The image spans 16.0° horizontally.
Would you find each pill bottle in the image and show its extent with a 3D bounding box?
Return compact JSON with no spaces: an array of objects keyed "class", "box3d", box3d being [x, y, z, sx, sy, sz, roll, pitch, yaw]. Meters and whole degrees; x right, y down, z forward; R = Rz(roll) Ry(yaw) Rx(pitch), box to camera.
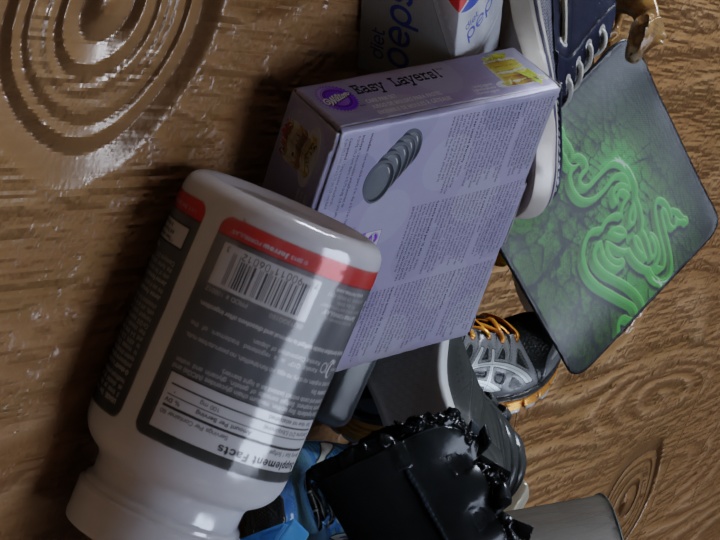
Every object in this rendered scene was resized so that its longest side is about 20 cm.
[{"class":"pill bottle","box3d":[-0.077,0.057,1.372,0.200,0.116,0.116,-66,162,5]}]

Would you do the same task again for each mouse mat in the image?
[{"class":"mouse mat","box3d":[0.163,-0.040,1.740,0.161,0.008,0.200,-46,134,-14]}]

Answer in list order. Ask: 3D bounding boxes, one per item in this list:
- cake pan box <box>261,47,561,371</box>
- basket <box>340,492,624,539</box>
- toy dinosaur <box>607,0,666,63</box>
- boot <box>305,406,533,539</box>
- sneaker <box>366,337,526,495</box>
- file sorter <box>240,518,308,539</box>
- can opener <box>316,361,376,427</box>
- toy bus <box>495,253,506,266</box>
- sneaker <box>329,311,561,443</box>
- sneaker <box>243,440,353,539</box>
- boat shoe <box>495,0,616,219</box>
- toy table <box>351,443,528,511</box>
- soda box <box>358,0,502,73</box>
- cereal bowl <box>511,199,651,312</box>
[{"class":"cake pan box","box3d":[0.015,-0.027,1.512,0.184,0.052,0.200,-14,135,-39]},{"class":"basket","box3d":[0.066,0.230,1.665,0.136,0.199,0.181,100,-13,-52]},{"class":"toy dinosaur","box3d":[0.156,-0.215,1.682,0.060,0.200,0.106,-4,153,-36]},{"class":"boot","box3d":[0.016,0.185,1.555,0.198,0.163,0.073,-24,-178,-17]},{"class":"sneaker","box3d":[0.052,0.073,1.695,0.099,0.071,0.200,24,49,-61]},{"class":"file sorter","box3d":[-0.080,0.246,1.434,0.200,0.123,0.139,-28,-158,54]},{"class":"can opener","box3d":[0.000,0.000,1.646,0.066,0.053,0.200,18,94,-37]},{"class":"toy bus","box3d":[0.086,-0.090,1.728,0.078,0.065,0.200,-52,157,-36]},{"class":"sneaker","box3d":[0.065,0.059,1.774,0.200,0.078,0.077,-19,121,-37]},{"class":"sneaker","box3d":[-0.020,0.137,1.640,0.200,0.090,0.079,-9,94,-73]},{"class":"boat shoe","box3d":[0.121,-0.130,1.600,0.093,0.075,0.200,1,78,-31]},{"class":"toy table","box3d":[0.030,0.203,1.846,0.200,0.117,0.184,-61,161,-12]},{"class":"soda box","box3d":[0.045,-0.196,1.487,0.063,0.068,0.200,-51,157,-38]},{"class":"cereal bowl","box3d":[0.150,-0.048,1.874,0.200,0.083,0.201,-174,-90,-82]}]
